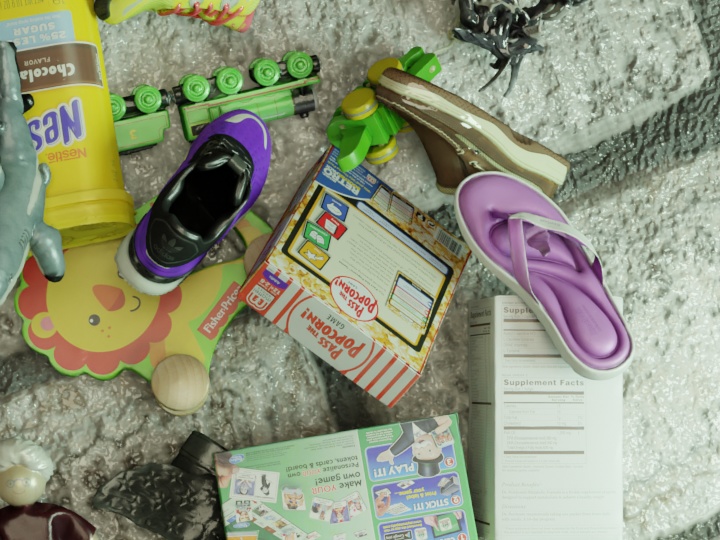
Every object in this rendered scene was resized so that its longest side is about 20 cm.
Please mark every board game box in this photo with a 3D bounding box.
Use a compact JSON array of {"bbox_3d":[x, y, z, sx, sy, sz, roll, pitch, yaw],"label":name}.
[{"bbox_3d":[-0.010,0.196,1.671,0.200,0.029,0.135,-9,84,-4],"label":"board game box"},{"bbox_3d":[0.000,0.000,1.675,0.151,0.200,0.046,37,123,-6],"label":"board game box"}]

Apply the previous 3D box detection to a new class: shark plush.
[{"bbox_3d":[-0.260,-0.069,1.565,0.091,0.083,0.200,13,86,8],"label":"shark plush"}]

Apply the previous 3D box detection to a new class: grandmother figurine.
[{"bbox_3d":[-0.264,0.233,1.681,0.121,0.061,0.200,-8,92,-19],"label":"grandmother figurine"}]

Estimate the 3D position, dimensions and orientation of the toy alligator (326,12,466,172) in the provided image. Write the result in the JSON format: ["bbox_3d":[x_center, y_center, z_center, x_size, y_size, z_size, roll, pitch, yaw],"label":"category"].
[{"bbox_3d":[0.025,-0.152,1.749,0.200,0.054,0.059,-51,132,-30],"label":"toy alligator"}]

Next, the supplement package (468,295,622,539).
[{"bbox_3d":[0.152,0.121,1.729,0.109,0.114,0.200,1,87,-9],"label":"supplement package"}]

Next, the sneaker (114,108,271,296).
[{"bbox_3d":[-0.110,-0.068,1.635,0.070,0.100,0.200,37,49,-7],"label":"sneaker"}]

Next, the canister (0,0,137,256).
[{"bbox_3d":[-0.267,-0.118,1.661,0.148,0.087,0.200,-11,81,5],"label":"canister"}]

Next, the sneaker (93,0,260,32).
[{"bbox_3d":[-0.123,-0.231,1.700,0.200,0.078,0.090,-27,105,-28],"label":"sneaker"}]

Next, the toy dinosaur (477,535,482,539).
[{"bbox_3d":[0.059,0.237,1.711,0.200,0.077,0.102,37,109,12],"label":"toy dinosaur"}]

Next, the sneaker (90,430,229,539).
[{"bbox_3d":[-0.113,0.209,1.709,0.200,0.060,0.104,37,81,-1],"label":"sneaker"}]

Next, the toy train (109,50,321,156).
[{"bbox_3d":[-0.125,-0.138,1.730,0.200,0.042,0.056,-13,100,-10],"label":"toy train"}]

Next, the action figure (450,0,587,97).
[{"bbox_3d":[0.131,-0.251,1.744,0.119,0.102,0.200,3,82,-41],"label":"action figure"}]

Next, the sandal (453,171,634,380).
[{"bbox_3d":[0.155,-0.006,1.665,0.082,0.050,0.203,-33,76,-21],"label":"sandal"}]

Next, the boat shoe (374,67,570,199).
[{"bbox_3d":[0.087,-0.096,1.721,0.202,0.075,0.075,27,93,-31],"label":"boat shoe"}]

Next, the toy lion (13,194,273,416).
[{"bbox_3d":[-0.175,0.012,1.708,0.192,0.069,0.200,38,82,1],"label":"toy lion"}]
